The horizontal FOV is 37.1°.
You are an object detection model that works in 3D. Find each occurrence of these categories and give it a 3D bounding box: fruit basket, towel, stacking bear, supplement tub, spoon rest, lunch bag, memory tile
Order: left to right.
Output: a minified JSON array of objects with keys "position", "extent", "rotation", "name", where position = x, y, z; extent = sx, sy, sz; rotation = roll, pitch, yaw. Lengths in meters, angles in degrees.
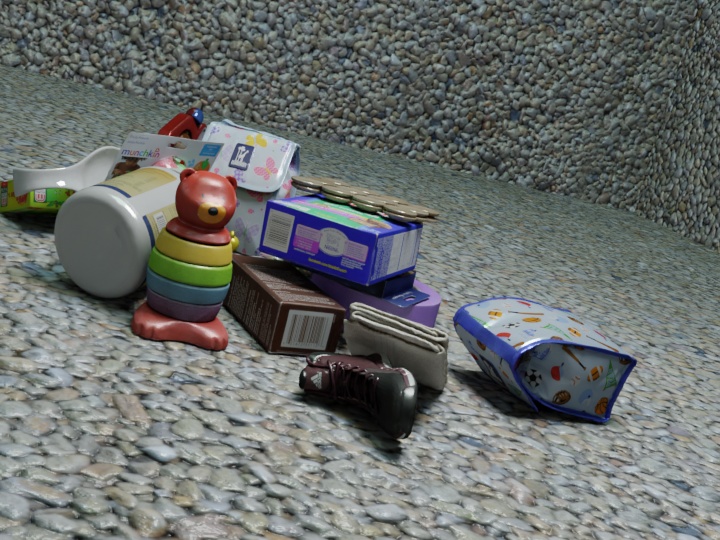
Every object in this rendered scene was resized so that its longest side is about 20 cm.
[{"position":[-0.412,-0.134,1.595],"extent":[0.198,0.101,0.060],"rotation":[-7,3,-44],"name":"spoon rest"},{"position":[-0.295,-0.058,1.431],"extent":[0.142,0.147,0.200],"rotation":[19,22,17],"name":"supplement tub"},{"position":[-0.307,-0.111,1.586],"extent":[0.184,0.201,0.094],"rotation":[0,47,-51],"name":"fruit basket"},{"position":[-0.204,-0.023,1.318],"extent":[0.120,0.203,0.114],"rotation":[11,13,-18],"name":"stacking bear"},{"position":[-0.202,-0.140,1.820],"extent":[0.167,0.203,0.127],"rotation":[18,13,10],"name":"lunch bag"},{"position":[0.008,-0.103,1.558],"extent":[0.197,0.017,0.153],"rotation":[18,11,20],"name":"memory tile"},{"position":[0.046,0.098,1.318],"extent":[0.131,0.035,0.200],"rotation":[20,-17,12],"name":"towel"},{"position":[0.238,0.114,1.456],"extent":[0.198,0.125,0.170],"rotation":[17,11,-31],"name":"lunch bag"}]

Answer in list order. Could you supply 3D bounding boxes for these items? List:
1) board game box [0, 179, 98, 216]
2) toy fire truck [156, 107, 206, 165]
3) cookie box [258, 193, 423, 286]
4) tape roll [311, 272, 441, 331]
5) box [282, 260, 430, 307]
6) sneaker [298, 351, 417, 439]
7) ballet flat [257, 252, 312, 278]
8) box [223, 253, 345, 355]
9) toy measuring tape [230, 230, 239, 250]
[{"position":[-0.447,-0.110,1.672],"extent":[0.198,0.049,0.101],"rotation":[3,-5,-45],"name":"board game box"},{"position":[-0.323,-0.199,1.920],"extent":[0.111,0.170,0.201],"rotation":[18,-23,16],"name":"toy fire truck"},{"position":[-0.022,-0.048,1.493],"extent":[0.169,0.076,0.200],"rotation":[18,12,18],"name":"cookie box"},{"position":[0.019,0.046,1.608],"extent":[0.197,0.067,0.200],"rotation":[16,12,-3],"name":"tape roll"},{"position":[0.000,0.000,1.562],"extent":[0.198,0.033,0.121],"rotation":[22,15,20],"name":"box"},{"position":[-0.010,0.136,1.205],"extent":[0.114,0.077,0.200],"rotation":[7,4,-14],"name":"sneaker"},{"position":[-0.104,-0.018,1.712],"extent":[0.069,0.072,0.198],"rotation":[24,15,40],"name":"ballet flat"},{"position":[-0.110,0.045,1.442],"extent":[0.099,0.076,0.200],"rotation":[8,17,-29],"name":"box"},{"position":[-0.290,-0.074,1.730],"extent":[0.197,0.075,0.074],"rotation":[14,13,-8],"name":"toy measuring tape"}]
